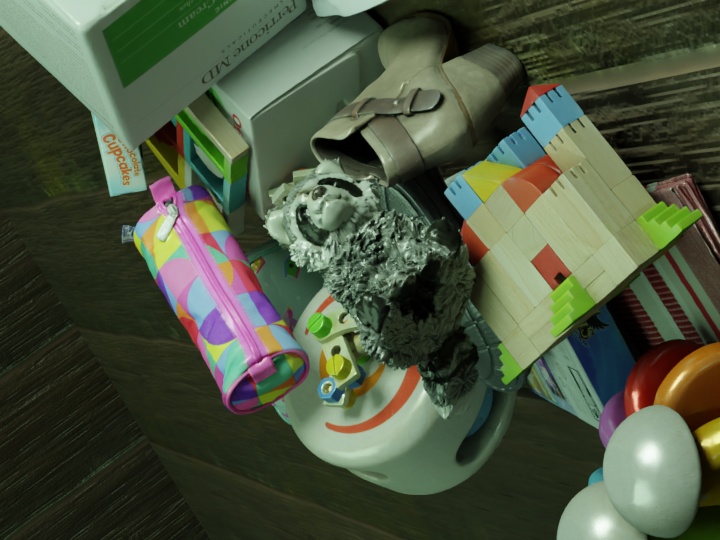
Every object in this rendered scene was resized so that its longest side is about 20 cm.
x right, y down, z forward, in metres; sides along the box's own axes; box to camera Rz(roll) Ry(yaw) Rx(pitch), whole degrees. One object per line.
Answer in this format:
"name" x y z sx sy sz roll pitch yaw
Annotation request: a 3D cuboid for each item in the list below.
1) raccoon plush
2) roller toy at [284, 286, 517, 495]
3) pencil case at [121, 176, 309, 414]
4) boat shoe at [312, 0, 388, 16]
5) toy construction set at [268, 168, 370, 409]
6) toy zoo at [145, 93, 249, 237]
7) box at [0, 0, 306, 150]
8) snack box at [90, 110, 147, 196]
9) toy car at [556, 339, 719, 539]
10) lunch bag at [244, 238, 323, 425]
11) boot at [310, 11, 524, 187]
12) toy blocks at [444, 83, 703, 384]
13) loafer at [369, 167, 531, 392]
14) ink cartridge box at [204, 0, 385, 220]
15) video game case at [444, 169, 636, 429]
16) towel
"raccoon plush" 0.003 0.018 1.060 0.134 0.096 0.202 35 146 36
"roller toy" 0.036 0.096 1.303 0.139 0.199 0.184 31 -142 -48
"pencil case" -0.119 0.021 1.246 0.201 0.088 0.089 55 162 26
"boat shoe" -0.002 -0.243 1.119 0.087 0.074 0.202 64 168 -15
"toy construction set" 0.000 0.000 1.227 0.092 0.130 0.202 17 -130 -56
"toy zoo" -0.145 -0.104 1.297 0.132 0.020 0.200 50 162 13
"box" -0.180 -0.249 1.152 0.200 0.199 0.172 43 164 20
"snack box" -0.222 -0.169 1.336 0.201 0.037 0.117 -108 9 -54
"toy car" 0.222 0.130 1.029 0.201 0.173 0.151 112 148 -44
"lunch bag" -0.039 0.054 1.539 0.077 0.159 0.202 -7 110 62
"boot" 0.024 -0.125 1.119 0.199 0.146 0.071 20 141 57
"toy blocks" 0.119 -0.030 1.012 0.137 0.099 0.200 52 143 10
"loafer" 0.081 -0.003 1.157 0.071 0.063 0.201 -21 107 48
"ink cartridge box" -0.092 -0.182 1.296 0.200 0.145 0.147 45 158 26
"video game case" 0.140 0.021 1.188 0.202 0.045 0.181 61 170 -14
"towel" 0.213 0.004 1.073 0.145 0.023 0.200 57 162 -9
